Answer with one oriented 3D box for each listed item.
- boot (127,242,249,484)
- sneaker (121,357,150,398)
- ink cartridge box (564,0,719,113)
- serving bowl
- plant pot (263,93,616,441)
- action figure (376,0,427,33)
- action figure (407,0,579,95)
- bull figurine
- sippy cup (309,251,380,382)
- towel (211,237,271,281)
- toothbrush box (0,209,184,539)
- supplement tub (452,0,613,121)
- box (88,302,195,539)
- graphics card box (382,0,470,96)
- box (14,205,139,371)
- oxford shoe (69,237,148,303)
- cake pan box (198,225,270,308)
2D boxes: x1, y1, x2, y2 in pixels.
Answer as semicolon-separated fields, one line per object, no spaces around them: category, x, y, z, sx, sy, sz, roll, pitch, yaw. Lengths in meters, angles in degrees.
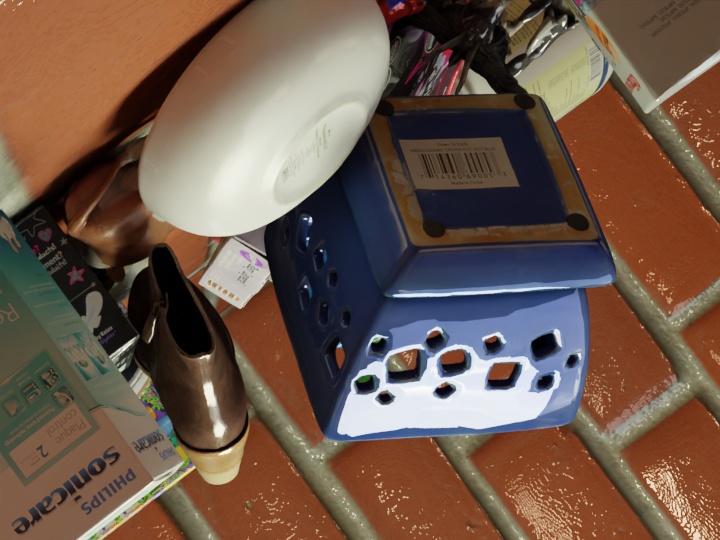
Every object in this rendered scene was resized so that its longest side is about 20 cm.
boot;-0.123;0.032;1.441;0.072;0.201;0.167;-17;142;-10
sneaker;-0.238;0.089;1.583;0.200;0.108;0.070;-51;-161;4
ink cartridge box;0.193;-0.226;1.385;0.144;0.201;0.145;-37;178;5
serving bowl;-0.048;-0.094;1.331;0.200;0.066;0.200;-41;161;-18
plant pot;0.058;-0.013;1.466;0.198;0.201;0.180;-3;140;-19
action figure;-0.005;-0.166;1.445;0.200;0.052;0.066;-38;154;-16
action figure;0.105;-0.203;1.530;0.102;0.118;0.200;-57;178;33
bull figurine;-0.155;-0.047;1.448;0.121;0.065;0.200;-41;180;-2
sippy cup;0.000;0.000;1.656;0.139;0.179;0.130;-28;-176;21
towel;-0.024;-0.043;1.813;0.147;0.199;0.030;-51;139;-11
toothbrush box;-0.227;0.085;1.269;0.146;0.201;0.085;-36;178;9
supplement tub;0.118;-0.181;1.871;0.200;0.145;0.145;-35;177;-31
box;-0.252;0.126;1.721;0.192;0.201;0.122;-36;179;4
graphics card box;0.024;-0.154;1.597;0.200;0.051;0.126;-31;145;-60
box;-0.238;0.048;1.454;0.132;0.115;0.200;-37;179;-11
oxford shoe;-0.248;0.035;1.621;0.200;0.075;0.058;-39;167;14
cake pan box;-0.060;-0.072;1.725;0.185;0.052;0.200;-64;-174;-15
